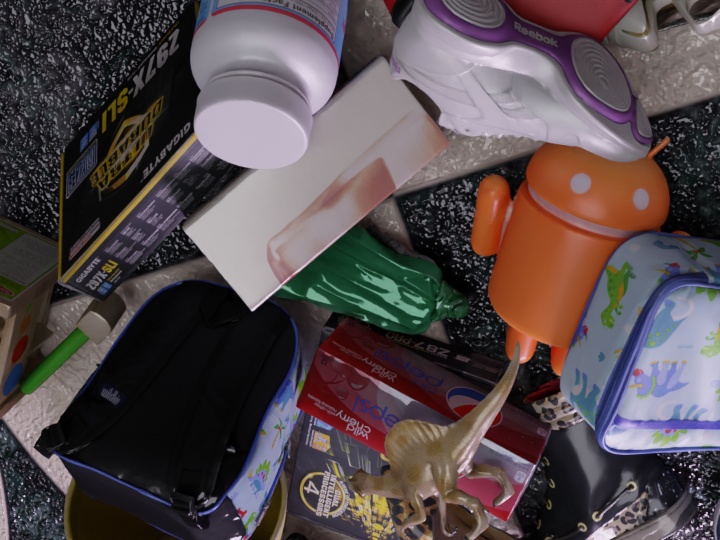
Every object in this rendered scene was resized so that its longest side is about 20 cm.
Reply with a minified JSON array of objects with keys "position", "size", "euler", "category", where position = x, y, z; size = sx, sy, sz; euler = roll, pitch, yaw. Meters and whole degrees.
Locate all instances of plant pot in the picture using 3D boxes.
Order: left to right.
[{"position":[-0.161,0.246,1.140],"size":[0.197,0.201,0.143],"euler":[13,143,12],"category":"plant pot"}]

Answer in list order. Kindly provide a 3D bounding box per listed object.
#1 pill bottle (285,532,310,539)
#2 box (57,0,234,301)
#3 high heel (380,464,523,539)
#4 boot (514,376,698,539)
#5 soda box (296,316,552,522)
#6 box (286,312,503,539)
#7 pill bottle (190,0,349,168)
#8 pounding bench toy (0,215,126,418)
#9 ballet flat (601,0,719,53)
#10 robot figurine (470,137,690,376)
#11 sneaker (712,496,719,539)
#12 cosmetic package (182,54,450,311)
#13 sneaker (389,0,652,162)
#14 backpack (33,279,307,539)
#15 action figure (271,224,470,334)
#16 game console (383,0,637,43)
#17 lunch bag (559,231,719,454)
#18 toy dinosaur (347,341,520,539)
[{"position":[-0.009,0.346,1.159],"size":[0.199,0.112,0.113],"euler":[31,118,3],"category":"pill bottle"},{"position":[-0.173,-0.097,1.000],"size":[0.049,0.161,0.200],"euler":[28,124,-33],"category":"box"},{"position":[0.114,0.220,1.016],"size":[0.201,0.071,0.142],"euler":[50,134,-9],"category":"high heel"},{"position":[0.168,0.180,1.061],"size":[0.202,0.073,0.155],"euler":[-29,94,30],"category":"boot"},{"position":[0.052,0.120,1.009],"size":[0.198,0.070,0.064],"euler":[27,118,10],"category":"soda box"},{"position":[0.027,0.152,1.101],"size":[0.159,0.049,0.202],"euler":[17,114,8],"category":"box"},{"position":[-0.064,-0.181,0.897],"size":[0.107,0.202,0.109],"euler":[6,152,3],"category":"pill bottle"},{"position":[-0.325,0.062,1.133],"size":[0.198,0.124,0.157],"euler":[24,117,7],"category":"pounding bench toy"},{"position":[0.219,-0.193,0.877],"size":[0.198,0.072,0.073],"euler":[-14,107,21],"category":"ballet flat"},{"position":[0.165,-0.020,0.947],"size":[0.143,0.116,0.202],"euler":[37,123,36],"category":"robot figurine"},{"position":[0.353,0.191,0.961],"size":[0.077,0.146,0.203],"euler":[40,119,-4],"category":"sneaker"},{"position":[-0.034,-0.071,0.961],"size":[0.199,0.103,0.087],"euler":[-39,99,6],"category":"cosmetic package"},{"position":[0.112,-0.128,0.866],"size":[0.198,0.075,0.100],"euler":[28,140,-10],"category":"sneaker"},{"position":[-0.140,0.121,1.052],"size":[0.181,0.201,0.148],"euler":[18,152,19],"category":"backpack"},{"position":[0.000,0.000,1.043],"size":[0.198,0.055,0.119],"euler":[22,115,12],"category":"action figure"},{"position":[0.115,-0.248,0.888],"size":[0.118,0.173,0.200],"euler":[20,125,-36],"category":"game console"},{"position":[0.256,0.061,0.921],"size":[0.198,0.083,0.162],"euler":[5,119,-29],"category":"lunch bag"},{"position":[0.068,0.149,0.941],"size":[0.200,0.058,0.101],"euler":[-40,92,28],"category":"toy dinosaur"}]
